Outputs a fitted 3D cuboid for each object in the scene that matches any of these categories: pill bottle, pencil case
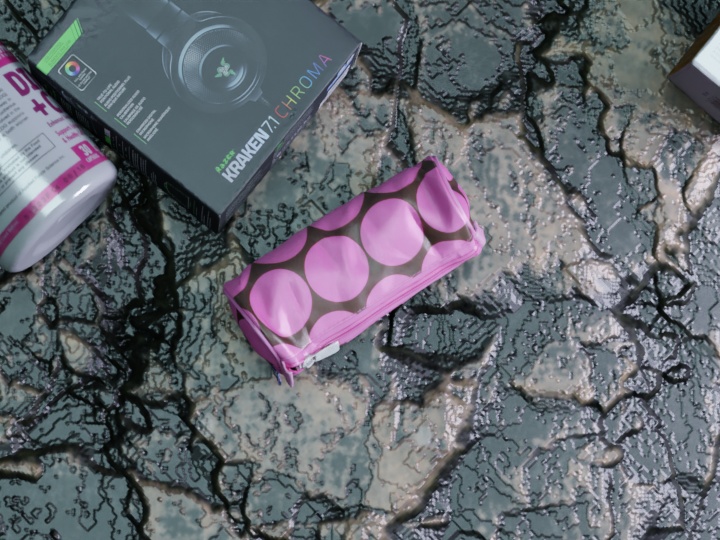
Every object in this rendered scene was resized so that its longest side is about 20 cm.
[{"bbox_3d":[-0.284,-0.107,1.547,0.113,0.113,0.200,-43,89,-9],"label":"pill bottle"},{"bbox_3d":[0.000,0.000,1.575,0.200,0.091,0.094,-35,52,-7],"label":"pencil case"}]

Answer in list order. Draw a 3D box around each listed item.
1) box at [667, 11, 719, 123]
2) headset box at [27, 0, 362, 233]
[{"bbox_3d":[0.341,-0.200,1.599,0.097,0.124,0.200,39,89,0],"label":"box"},{"bbox_3d":[-0.130,-0.161,1.579,0.200,0.093,0.174,40,81,1],"label":"headset box"}]
